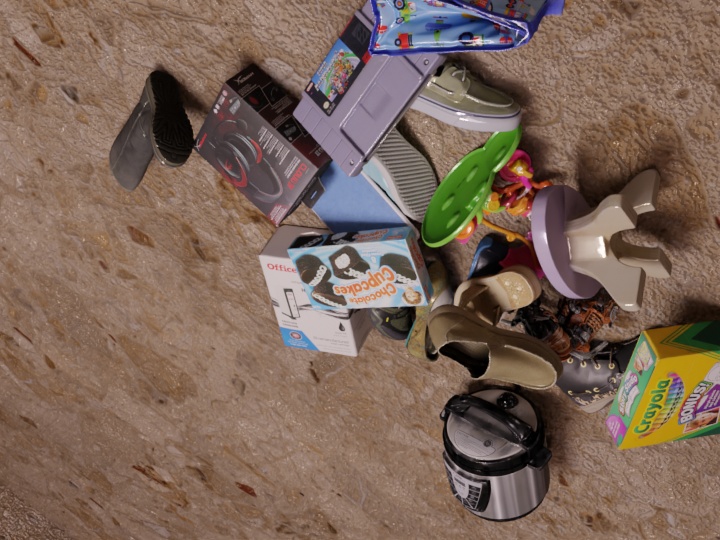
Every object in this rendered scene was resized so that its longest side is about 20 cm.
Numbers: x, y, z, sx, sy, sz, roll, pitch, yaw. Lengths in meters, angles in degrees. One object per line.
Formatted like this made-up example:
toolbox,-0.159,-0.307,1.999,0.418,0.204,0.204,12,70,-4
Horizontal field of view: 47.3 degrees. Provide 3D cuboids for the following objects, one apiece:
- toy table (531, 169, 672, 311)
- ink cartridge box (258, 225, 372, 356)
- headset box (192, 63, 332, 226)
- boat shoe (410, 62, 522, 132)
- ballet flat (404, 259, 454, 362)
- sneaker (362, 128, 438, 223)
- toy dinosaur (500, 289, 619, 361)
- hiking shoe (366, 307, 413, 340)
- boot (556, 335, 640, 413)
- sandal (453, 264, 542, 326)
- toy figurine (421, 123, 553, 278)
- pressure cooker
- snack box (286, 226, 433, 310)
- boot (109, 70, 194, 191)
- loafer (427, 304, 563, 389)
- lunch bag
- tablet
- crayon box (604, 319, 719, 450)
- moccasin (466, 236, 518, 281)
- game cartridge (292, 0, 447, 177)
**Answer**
toy table,0.309,-0.038,1.036,0.116,0.186,0.199,-1,166,39
ink cartridge box,-0.072,0.035,1.368,0.144,0.085,0.201,6,131,24
headset box,-0.132,-0.174,1.205,0.200,0.075,0.149,43,136,-2
boat shoe,0.110,-0.230,1.038,0.198,0.072,0.063,19,130,14
ballet flat,0.118,0.070,1.289,0.070,0.071,0.201,20,133,12
sneaker,0.039,-0.151,1.164,0.201,0.074,0.082,53,162,-27
toy dinosaur,0.269,0.082,1.164,0.136,0.199,0.103,51,150,31
hiking shoe,0.060,0.033,1.299,0.100,0.076,0.201,1,128,33
boot,0.339,0.128,1.231,0.150,0.074,0.200,31,144,-4
sandal,0.161,0.052,1.122,0.078,0.069,0.212,55,152,2
toy figurine,0.213,-0.073,1.108,0.183,0.151,0.200,31,114,-19
pressure cooker,0.224,0.295,1.376,0.174,0.180,0.201,-9,127,6
snack box,0.000,0.000,1.216,0.198,0.037,0.117,-4,124,29
boot,-0.335,-0.186,1.278,0.072,0.183,0.200,13,141,-37
loafer,0.175,0.115,1.086,0.198,0.068,0.076,22,135,-6
lunch bag,0.125,-0.298,0.907,0.198,0.151,0.095,13,134,19
tablet,-0.006,-0.089,1.225,0.200,0.014,0.130,49,135,10
crayon box,0.452,0.160,1.144,0.170,0.059,0.201,-7,134,-11
moccasin,0.186,0.045,1.237,0.068,0.081,0.201,18,136,8
game cartridge,0.005,-0.236,1.048,0.130,0.038,0.200,46,119,12
